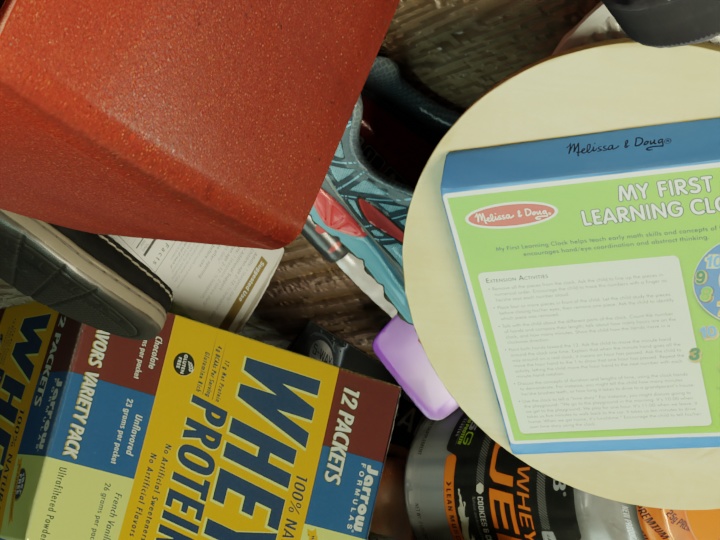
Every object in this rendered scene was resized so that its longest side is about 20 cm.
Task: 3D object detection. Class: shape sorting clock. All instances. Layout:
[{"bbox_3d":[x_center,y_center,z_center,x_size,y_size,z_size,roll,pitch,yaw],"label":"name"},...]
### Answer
[{"bbox_3d":[0.113,0.006,0.549,0.200,0.039,0.200,10,124,15],"label":"shape sorting clock"}]

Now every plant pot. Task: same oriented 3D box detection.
[{"bbox_3d":[-0.098,-0.111,0.554,0.200,0.200,0.176,5,156,41],"label":"plant pot"}]

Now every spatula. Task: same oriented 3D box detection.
[{"bbox_3d":[0.000,0.000,0.804,0.200,0.057,0.021,48,-175,-19],"label":"spatula"}]

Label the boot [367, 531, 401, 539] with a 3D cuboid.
[{"bbox_3d":[0.065,0.242,0.801,0.155,0.072,0.200,-12,100,52],"label":"boot"}]

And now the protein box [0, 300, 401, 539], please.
[{"bbox_3d":[-0.120,0.109,0.840,0.198,0.135,0.200,20,165,-28],"label":"protein box"}]

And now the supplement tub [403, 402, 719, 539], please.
[{"bbox_3d":[0.127,0.121,0.797,0.123,0.123,0.200,42,151,-23],"label":"supplement tub"}]

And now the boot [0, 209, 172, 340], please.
[{"bbox_3d":[-0.147,-0.075,0.695,0.200,0.151,0.073,37,153,-11],"label":"boot"}]

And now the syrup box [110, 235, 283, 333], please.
[{"bbox_3d":[-0.140,-0.043,0.825,0.079,0.081,0.200,4,147,43],"label":"syrup box"}]

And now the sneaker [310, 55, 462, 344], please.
[{"bbox_3d":[0.043,-0.024,0.674,0.200,0.079,0.096,38,151,-17],"label":"sneaker"}]

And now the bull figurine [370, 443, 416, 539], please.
[{"bbox_3d":[-0.009,0.211,0.932,0.121,0.200,0.065,4,166,43],"label":"bull figurine"}]

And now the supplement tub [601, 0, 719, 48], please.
[{"bbox_3d":[0.054,-0.155,0.394,0.107,0.107,0.200,-2,139,48],"label":"supplement tub"}]

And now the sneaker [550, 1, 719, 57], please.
[{"bbox_3d":[0.095,-0.045,0.597,0.074,0.082,0.200,22,129,1],"label":"sneaker"}]

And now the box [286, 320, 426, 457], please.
[{"bbox_3d":[-0.003,0.124,1.026,0.160,0.044,0.200,31,154,-3],"label":"box"}]
